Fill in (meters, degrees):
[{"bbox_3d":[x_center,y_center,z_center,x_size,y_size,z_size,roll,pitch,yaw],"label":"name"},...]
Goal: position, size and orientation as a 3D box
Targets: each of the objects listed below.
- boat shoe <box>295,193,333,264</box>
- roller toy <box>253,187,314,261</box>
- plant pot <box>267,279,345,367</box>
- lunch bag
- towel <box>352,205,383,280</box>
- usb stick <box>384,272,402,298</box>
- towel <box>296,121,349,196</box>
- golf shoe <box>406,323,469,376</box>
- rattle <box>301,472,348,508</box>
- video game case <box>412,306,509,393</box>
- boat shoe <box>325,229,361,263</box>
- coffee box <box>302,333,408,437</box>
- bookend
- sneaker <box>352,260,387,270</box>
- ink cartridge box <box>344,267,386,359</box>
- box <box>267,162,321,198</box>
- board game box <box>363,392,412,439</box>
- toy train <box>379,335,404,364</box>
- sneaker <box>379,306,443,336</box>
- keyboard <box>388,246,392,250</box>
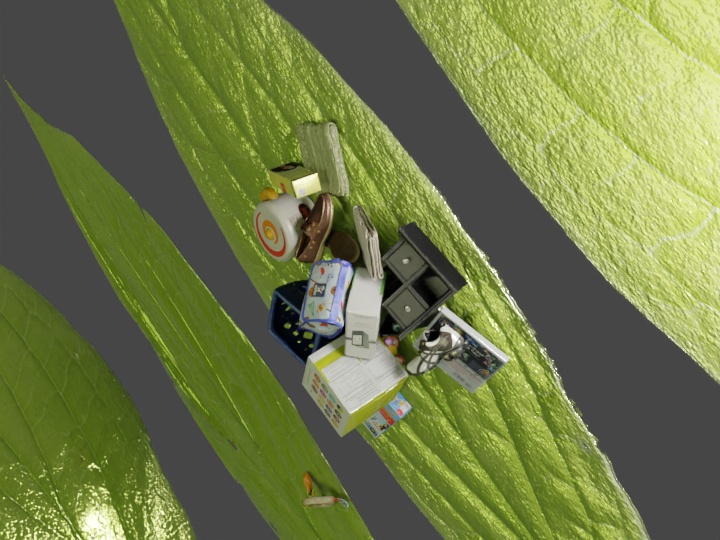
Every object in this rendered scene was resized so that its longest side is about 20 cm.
[{"bbox_3d":[-0.123,-0.109,1.655,0.072,0.068,0.200,42,122,52],"label":"boat shoe"},{"bbox_3d":[-0.210,-0.126,1.766,0.182,0.140,0.200,37,138,31],"label":"roller toy"},{"bbox_3d":[-0.138,0.136,1.843,0.200,0.180,0.200,39,140,22],"label":"plant pot"},{"bbox_3d":[-0.084,0.071,1.600,0.124,0.170,0.200,16,164,-13],"label":"lunch bag"},{"bbox_3d":[0.016,-0.071,1.567,0.200,0.034,0.133,-114,14,-63],"label":"towel"},{"bbox_3d":[0.098,0.027,1.614,0.055,0.033,0.200,51,138,-9],"label":"usb stick"},{"bbox_3d":[-0.097,-0.287,1.623,0.148,0.036,0.200,12,125,44],"label":"towel"},{"bbox_3d":[0.174,0.193,1.551,0.095,0.078,0.200,51,129,-3],"label":"golf shoe"},{"bbox_3d":[-0.135,0.871,2.474,0.200,0.143,0.130,-28,126,38],"label":"rattle"},{"bbox_3d":[0.247,0.203,1.567,0.200,0.023,0.182,39,140,8],"label":"video game case"},{"bbox_3d":[-0.046,-0.063,1.672,0.200,0.072,0.072,29,91,53],"label":"boat shoe"},{"bbox_3d":[-0.019,0.302,1.730,0.198,0.200,0.200,51,154,20],"label":"coffee box"},{"bbox_3d":[0.113,0.025,1.500,0.200,0.092,0.199,50,118,8],"label":"bookend"},{"bbox_3d":[0.000,0.000,1.683,0.085,0.073,0.200,55,144,0],"label":"sneaker"},{"bbox_3d":[0.012,0.113,1.610,0.084,0.146,0.200,9,141,4],"label":"ink cartridge box"},{"bbox_3d":[-0.179,-0.242,1.664,0.200,0.075,0.050,32,140,57],"label":"box"},{"bbox_3d":[0.038,0.397,1.930,0.200,0.056,0.196,49,141,11],"label":"board game box"},{"bbox_3d":[0.065,0.213,1.782,0.150,0.056,0.200,21,134,55],"label":"toy train"},{"bbox_3d":[0.131,0.132,1.617,0.200,0.079,0.075,-25,97,43],"label":"sneaker"},{"bbox_3d":[0.117,0.031,1.630,0.056,0.011,0.200,3,118,41],"label":"keyboard"}]
